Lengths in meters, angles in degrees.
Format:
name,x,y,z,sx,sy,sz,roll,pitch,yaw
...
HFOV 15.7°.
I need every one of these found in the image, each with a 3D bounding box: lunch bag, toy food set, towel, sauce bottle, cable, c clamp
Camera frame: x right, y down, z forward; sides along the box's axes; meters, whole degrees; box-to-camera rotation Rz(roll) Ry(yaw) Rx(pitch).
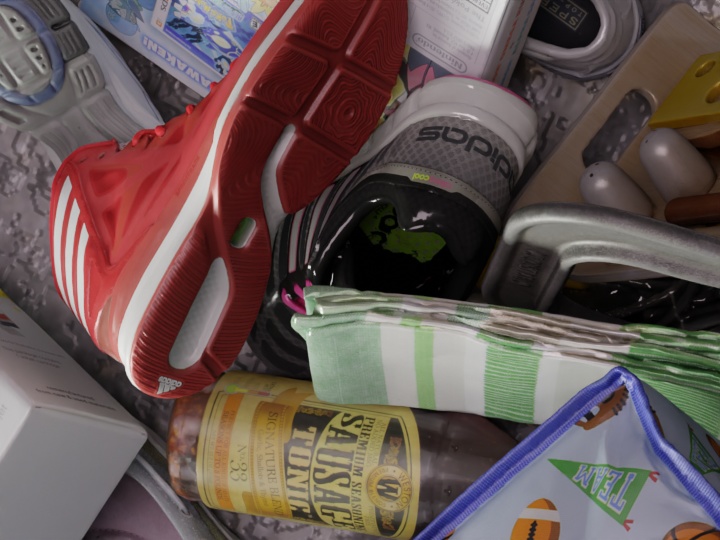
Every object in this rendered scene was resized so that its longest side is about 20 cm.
name,x,y,z,sx,sy,sz,roll,pitch,yaw
lunch bag,0.082,0.158,1.011,0.200,0.170,0.124,-38,56,9
toy food set,0.155,-0.070,1.034,0.060,0.200,0.144,49,63,-21
towel,0.076,0.046,1.050,0.199,0.153,0.023,7,74,5
sauce bottle,0.015,0.085,1.146,0.199,0.066,0.066,6,91,18
cable,0.118,0.022,1.103,0.200,0.050,0.098,-10,92,40
c clamp,0.131,0.015,1.006,0.170,0.200,0.027,15,75,-6

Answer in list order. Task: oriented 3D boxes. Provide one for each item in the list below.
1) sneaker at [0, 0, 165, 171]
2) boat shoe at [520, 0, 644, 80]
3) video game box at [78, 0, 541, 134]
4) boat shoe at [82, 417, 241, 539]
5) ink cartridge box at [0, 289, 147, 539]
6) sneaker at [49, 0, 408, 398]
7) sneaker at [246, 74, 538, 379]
name,x,y,z,sx,sy,sz,roll,pitch,yaw
sneaker,-0.111,-0.059,1.185,0.074,0.087,0.200,-29,101,12
boat shoe,0.034,-0.151,1.145,0.200,0.065,0.074,28,97,14
video game box,-0.021,-0.131,1.119,0.200,0.047,0.182,35,138,13
boat shoe,-0.105,0.123,1.184,0.202,0.065,0.074,43,100,13
ink cartridge box,-0.214,0.069,1.171,0.200,0.083,0.145,39,102,34
sneaker,-0.069,-0.058,1.081,0.115,0.078,0.200,34,92,41
sneaker,0.000,0.000,1.105,0.074,0.088,0.200,33,137,-13
